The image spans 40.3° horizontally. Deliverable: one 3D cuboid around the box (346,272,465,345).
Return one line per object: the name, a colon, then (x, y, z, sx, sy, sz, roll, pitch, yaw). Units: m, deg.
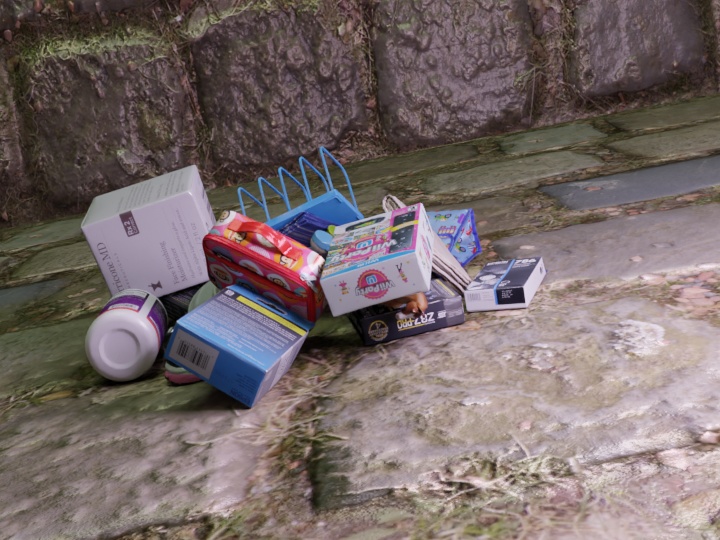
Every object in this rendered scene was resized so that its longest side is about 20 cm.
box: (0.062, 0.053, 1.547, 0.159, 0.050, 0.200, -14, 14, -8)

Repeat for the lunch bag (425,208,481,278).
lunch bag: (0.115, -0.026, 1.798, 0.148, 0.095, 0.200, -2, 29, 29)

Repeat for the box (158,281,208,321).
box: (-0.248, 0.041, 1.713, 0.159, 0.044, 0.198, -34, 36, -33)

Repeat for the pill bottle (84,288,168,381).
pill bottle: (-0.370, 0.097, 1.577, 0.111, 0.114, 0.200, -11, 12, -2)

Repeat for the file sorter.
file sorter: (-0.118, -0.129, 1.884, 0.198, 0.124, 0.139, -24, -25, 15)

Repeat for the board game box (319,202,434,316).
board game box: (0.028, -0.020, 1.443, 0.145, 0.065, 0.201, -16, 23, 12)

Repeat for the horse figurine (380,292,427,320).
horse figurine: (0.045, 0.023, 1.478, 0.130, 0.051, 0.200, -11, 18, 15)

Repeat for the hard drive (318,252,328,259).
hard drive: (0.000, 0.000, 1.673, 0.197, 0.038, 0.140, -12, -22, 20)

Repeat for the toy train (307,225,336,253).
toy train: (-0.068, -0.037, 1.838, 0.116, 0.084, 0.200, -54, -5, 25)

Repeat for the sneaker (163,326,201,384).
sneaker: (-0.199, 0.105, 1.458, 0.197, 0.088, 0.080, -13, 15, -13)

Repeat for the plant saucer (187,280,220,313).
plant saucer: (-0.185, 0.047, 1.596, 0.197, 0.051, 0.202, -1, 39, 1)

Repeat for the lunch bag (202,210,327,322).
lunch bag: (-0.140, -0.006, 1.479, 0.198, 0.177, 0.082, 25, 59, 14)

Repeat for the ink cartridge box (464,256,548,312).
ink cartridge box: (0.238, 0.016, 1.583, 0.098, 0.040, 0.200, -6, 13, 21)

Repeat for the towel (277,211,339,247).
towel: (-0.135, -0.047, 1.878, 0.198, 0.024, 0.144, -29, -25, 27)

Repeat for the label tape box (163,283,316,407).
label tape box: (-0.163, 0.097, 1.377, 0.142, 0.067, 0.200, 27, 20, 9)

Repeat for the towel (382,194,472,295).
towel: (0.111, -0.043, 1.648, 0.034, 0.132, 0.201, -44, 34, 10)

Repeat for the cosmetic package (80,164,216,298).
cosmetic package: (-0.357, -0.061, 1.719, 0.197, 0.167, 0.165, -19, 22, 1)
